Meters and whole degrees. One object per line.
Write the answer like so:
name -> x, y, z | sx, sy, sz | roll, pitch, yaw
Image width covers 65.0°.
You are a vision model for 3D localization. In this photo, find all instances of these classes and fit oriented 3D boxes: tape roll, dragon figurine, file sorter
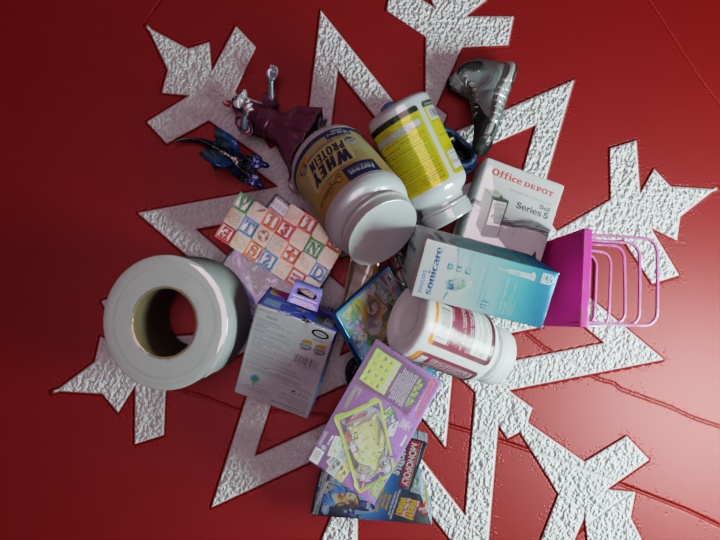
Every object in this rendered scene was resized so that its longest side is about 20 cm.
tape roll -> -0.290, 0.078, 0.916 | 0.197, 0.139, 0.209 | 0, 89, 4
dragon figurine -> -0.236, -0.202, 0.970 | 0.197, 0.099, 0.060 | 32, 85, 2
file sorter -> 0.370, 0.023, 0.911 | 0.122, 0.200, 0.143 | 5, 85, -3

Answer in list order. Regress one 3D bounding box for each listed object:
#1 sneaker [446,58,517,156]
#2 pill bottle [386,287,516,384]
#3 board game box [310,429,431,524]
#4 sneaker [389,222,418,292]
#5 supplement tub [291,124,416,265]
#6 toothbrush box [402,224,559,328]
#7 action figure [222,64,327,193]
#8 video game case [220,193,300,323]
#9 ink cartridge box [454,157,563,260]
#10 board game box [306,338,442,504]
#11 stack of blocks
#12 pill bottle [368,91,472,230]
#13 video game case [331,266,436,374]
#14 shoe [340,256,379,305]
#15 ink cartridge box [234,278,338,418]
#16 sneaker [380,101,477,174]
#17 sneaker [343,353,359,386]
sneaker -> 0.197, -0.295, 0.994 | 0.113, 0.076, 0.203 | 19, 64, 9
pill bottle -> 0.150, 0.109, 0.912 | 0.197, 0.114, 0.117 | 24, 84, -26
board game box -> 0.035, 0.323, 0.907 | 0.195, 0.062, 0.204 | 15, 113, 0
sneaker -> 0.079, -0.017, 0.972 | 0.079, 0.075, 0.205 | -17, 86, -2
supplement tub -> -0.011, -0.121, 0.899 | 0.143, 0.145, 0.201 | -34, 54, -3
toothbrush box -> 0.169, 0.003, 0.842 | 0.195, 0.147, 0.087 | 15, 102, -5
action figure -> -0.154, -0.256, 0.994 | 0.197, 0.151, 0.135 | 25, 51, 18
video game case -> -0.157, -0.012, 0.996 | 0.142, 0.019, 0.201 | 38, 87, 3
ink cartridge box -> 0.243, -0.069, 0.973 | 0.142, 0.084, 0.205 | 19, 85, 1
board game box -> 0.021, 0.219, 0.830 | 0.118, 0.032, 0.203 | 31, 86, 6
stack of blocks -> -0.132, -0.052, 0.962 | 0.197, 0.059, 0.117 | 31, 85, 2
pill bottle -> 0.102, -0.172, 0.919 | 0.111, 0.112, 0.204 | -27, 94, -3
video game case -> 0.047, 0.117, 0.925 | 0.143, 0.018, 0.203 | -39, 106, -38
shoe -> 0.000, 0.000, 0.971 | 0.052, 0.070, 0.206 | 11, 87, -8
ink cartridge box -> -0.112, 0.120, 0.919 | 0.133, 0.077, 0.204 | 19, 113, 0
sneaker -> 0.122, -0.241, 0.991 | 0.198, 0.078, 0.067 | 36, 87, 4
sneaker -> 0.018, 0.238, 0.941 | 0.065, 0.091, 0.205 | -18, 86, -1
